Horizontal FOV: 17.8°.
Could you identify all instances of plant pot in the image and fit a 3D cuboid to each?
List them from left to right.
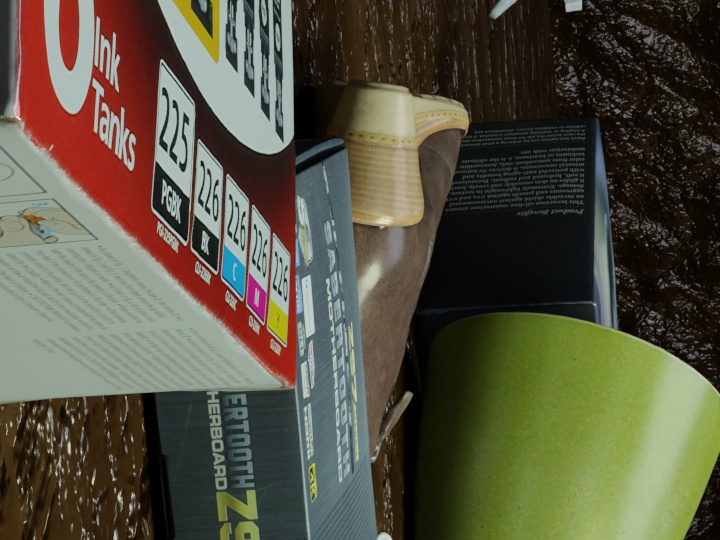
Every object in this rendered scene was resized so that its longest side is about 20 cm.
[{"bbox_3d":[0.103,0.158,1.344,0.187,0.186,0.201,73,31,-60],"label":"plant pot"}]

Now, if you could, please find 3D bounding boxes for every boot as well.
[{"bbox_3d":[0.000,0.000,1.041,0.200,0.072,0.167,-21,119,-83],"label":"boot"}]

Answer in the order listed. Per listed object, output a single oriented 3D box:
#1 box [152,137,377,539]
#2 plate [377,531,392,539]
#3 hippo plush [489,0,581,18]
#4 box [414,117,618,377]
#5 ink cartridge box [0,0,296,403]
[{"bbox_3d":[-0.029,0.059,0.781,0.158,0.051,0.201,-44,130,-81],"label":"box"},{"bbox_3d":[0.004,0.220,1.048,0.200,0.025,0.202,-3,90,-83],"label":"plate"},{"bbox_3d":[0.201,-0.347,2.202,0.161,0.158,0.201,-31,117,-80],"label":"hippo plush"},{"bbox_3d":[0.111,0.037,1.542,0.199,0.122,0.201,-82,166,-49],"label":"box"},{"bbox_3d":[-0.070,-0.079,0.422,0.200,0.083,0.177,54,33,-74],"label":"ink cartridge box"}]
